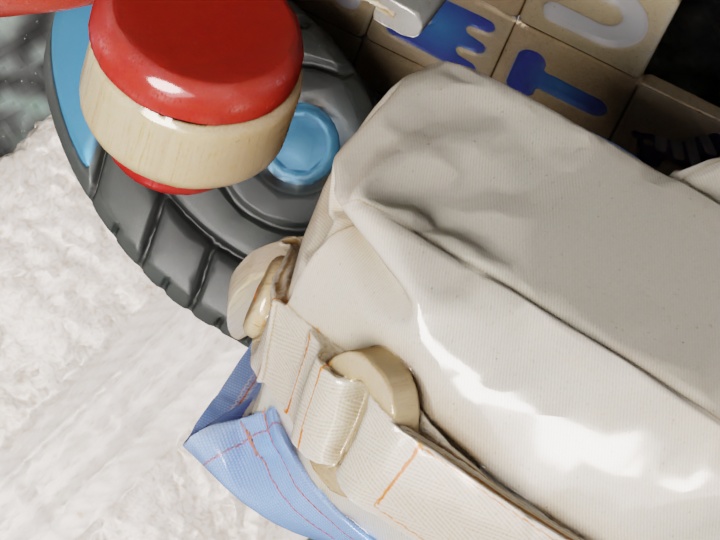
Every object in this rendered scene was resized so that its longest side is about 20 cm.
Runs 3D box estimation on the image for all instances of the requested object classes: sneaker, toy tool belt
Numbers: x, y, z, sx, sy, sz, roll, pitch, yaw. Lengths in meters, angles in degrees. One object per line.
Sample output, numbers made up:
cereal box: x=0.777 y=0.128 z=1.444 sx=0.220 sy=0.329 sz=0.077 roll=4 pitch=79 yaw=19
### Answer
sneaker: x=0.000 y=0.000 z=0.754 sx=0.200 sy=0.082 sz=0.073 roll=44 pitch=91 yaw=2
toy tool belt: x=0.018 y=0.025 z=0.653 sx=0.199 sy=0.125 sz=0.123 roll=29 pitch=136 yaw=7

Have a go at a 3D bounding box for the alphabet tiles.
alphabet tiles: x=0.016 y=-0.052 z=0.747 sx=0.166 sy=0.008 sz=0.200 roll=27 pitch=147 yaw=2

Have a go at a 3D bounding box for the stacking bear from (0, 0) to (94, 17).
stacking bear: x=-0.053 y=-0.131 z=0.633 sx=0.113 sy=0.122 sz=0.200 roll=32 pitch=133 yaw=-7

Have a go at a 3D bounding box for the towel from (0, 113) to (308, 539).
towel: x=-0.095 y=0.055 z=0.788 sx=0.200 sy=0.034 sz=0.133 roll=-42 pitch=93 yaw=0
